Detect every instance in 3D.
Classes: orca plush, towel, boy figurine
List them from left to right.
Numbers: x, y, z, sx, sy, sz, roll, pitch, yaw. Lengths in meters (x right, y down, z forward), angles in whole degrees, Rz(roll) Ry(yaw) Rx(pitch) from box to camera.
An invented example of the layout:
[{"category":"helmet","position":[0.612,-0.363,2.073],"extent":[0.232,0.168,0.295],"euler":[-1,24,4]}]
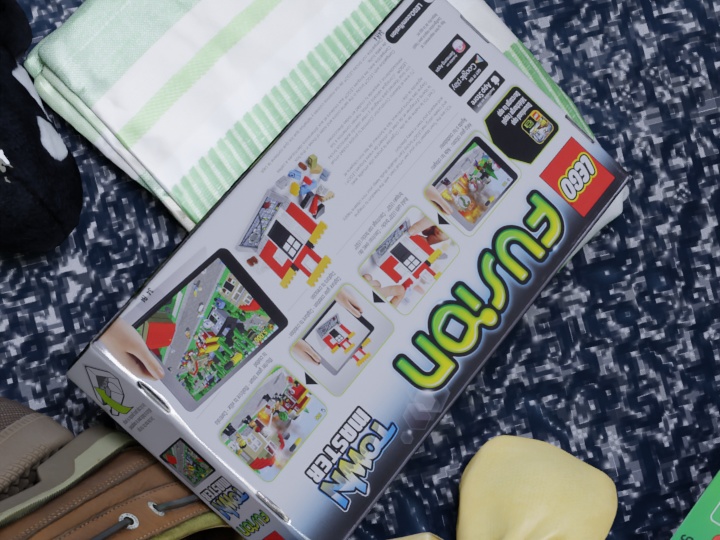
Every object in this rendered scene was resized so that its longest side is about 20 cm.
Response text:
[{"category":"orca plush","position":[-0.173,-0.091,0.883],"extent":[0.105,0.071,0.201],"euler":[-30,84,-15]},{"category":"towel","position":[-0.009,-0.055,0.947],"extent":[0.153,0.023,0.200],"euler":[-44,93,-12]},{"category":"boy figurine","position":[0.064,0.158,0.901],"extent":[0.064,0.124,0.201],"euler":[10,55,-17]}]

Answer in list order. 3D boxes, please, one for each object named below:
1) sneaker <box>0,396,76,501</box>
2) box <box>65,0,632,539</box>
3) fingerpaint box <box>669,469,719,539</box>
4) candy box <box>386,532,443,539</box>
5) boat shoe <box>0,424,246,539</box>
[{"category":"sneaker","position":[-0.174,0.090,0.821],"extent":[0.075,0.200,0.071],"euler":[23,113,19]},{"category":"box","position":[0.000,0.000,0.885],"extent":[0.110,0.035,0.200],"euler":[43,61,-4]},{"category":"fingerpaint box","position":[0.195,0.097,0.902],"extent":[0.073,0.167,0.200],"euler":[29,77,37]},{"category":"candy box","position":[-0.012,0.200,0.847],"extent":[0.116,0.056,0.201],"euler":[-14,59,29]},{"category":"boat shoe","position":[-0.097,0.113,0.811],"extent":[0.068,0.200,0.072],"euler":[19,123,14]}]
